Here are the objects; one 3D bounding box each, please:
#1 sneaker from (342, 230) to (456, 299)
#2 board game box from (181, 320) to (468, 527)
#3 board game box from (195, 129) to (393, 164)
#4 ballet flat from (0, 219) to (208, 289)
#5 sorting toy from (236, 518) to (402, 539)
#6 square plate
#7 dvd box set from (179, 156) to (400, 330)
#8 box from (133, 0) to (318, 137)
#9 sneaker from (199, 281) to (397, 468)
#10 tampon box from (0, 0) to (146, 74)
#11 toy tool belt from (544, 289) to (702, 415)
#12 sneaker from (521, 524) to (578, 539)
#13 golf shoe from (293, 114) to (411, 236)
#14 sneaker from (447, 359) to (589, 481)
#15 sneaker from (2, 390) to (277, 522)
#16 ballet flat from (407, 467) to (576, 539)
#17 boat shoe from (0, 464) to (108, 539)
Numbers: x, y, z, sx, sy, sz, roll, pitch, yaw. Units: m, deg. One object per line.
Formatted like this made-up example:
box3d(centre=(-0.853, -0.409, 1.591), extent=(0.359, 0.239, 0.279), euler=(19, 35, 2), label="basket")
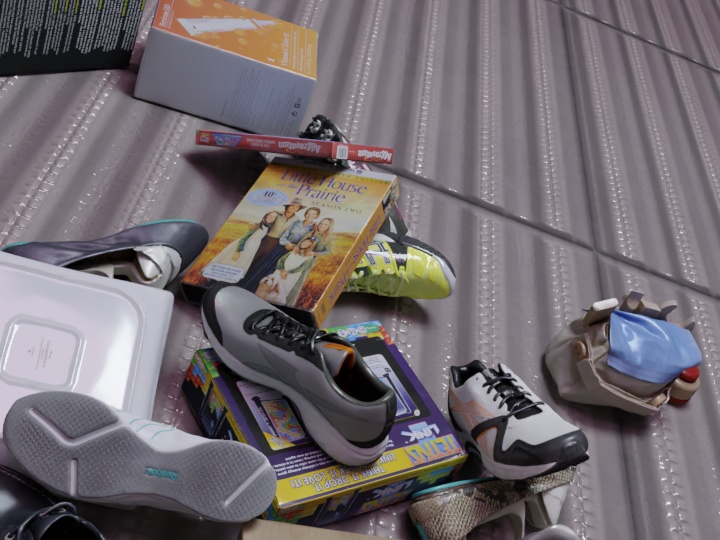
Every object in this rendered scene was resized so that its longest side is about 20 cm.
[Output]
box3d(centre=(0.000, 0.000, 1.052), extent=(0.199, 0.076, 0.077), euler=(15, 44, 2), label="sneaker")
box3d(centre=(-0.031, 0.131, 0.879), extent=(0.199, 0.057, 0.166), euler=(-7, 50, -36), label="board game box")
box3d(centre=(-0.074, -0.135, 1.099), extent=(0.199, 0.020, 0.103), euler=(11, 7, 38), label="board game box")
box3d(centre=(-0.222, 0.002, 0.910), extent=(0.199, 0.073, 0.073), euler=(-9, 49, -30), label="ballet flat")
box3d(centre=(0.007, 0.282, 0.695), extent=(0.198, 0.070, 0.200), euler=(13, 32, -16), label="sorting toy")
box3d(centre=(-0.254, 0.073, 0.795), extent=(0.197, 0.028, 0.201), euler=(15, 53, -18), label="square plate")
box3d(centre=(-0.064, -0.033, 0.992), extent=(0.146, 0.029, 0.200), euler=(12, 48, 23), label="dvd box set")
box3d(centre=(-0.160, -0.251, 1.225), extent=(0.199, 0.098, 0.125), euler=(15, 38, -15), label="box")
box3d(centre=(-0.047, 0.069, 0.832), extent=(0.200, 0.080, 0.074), euler=(38, 40, 15), label="sneaker")
box3d(centre=(-0.371, -0.320, 1.156), extent=(0.199, 0.127, 0.150), euler=(-13, 53, -42), label="tampon box")
box3d(centre=(0.304, 0.085, 1.080), extent=(0.199, 0.123, 0.125), euler=(8, 41, -24), label="toy tool belt")
box3d(centre=(0.131, 0.281, 0.779), extent=(0.078, 0.080, 0.200), euler=(24, 38, -4), label="sneaker")
box3d(centre=(-0.013, -0.096, 1.165), extent=(0.088, 0.077, 0.200), euler=(18, 35, -46), label="golf shoe")
box3d(centre=(0.124, 0.126, 0.874), extent=(0.073, 0.080, 0.200), euler=(-11, 7, -22), label="sneaker")
box3d(centre=(-0.163, 0.143, 0.744), extent=(0.199, 0.080, 0.071), euler=(18, 74, -7), label="sneaker")
box3d(centre=(0.131, 0.204, 0.893), extent=(0.199, 0.068, 0.076), euler=(-14, 74, -34), label="ballet flat")
box3d(centre=(-0.205, 0.193, 0.684), extent=(0.074, 0.066, 0.199), euler=(-24, 63, -44), label="boat shoe")
